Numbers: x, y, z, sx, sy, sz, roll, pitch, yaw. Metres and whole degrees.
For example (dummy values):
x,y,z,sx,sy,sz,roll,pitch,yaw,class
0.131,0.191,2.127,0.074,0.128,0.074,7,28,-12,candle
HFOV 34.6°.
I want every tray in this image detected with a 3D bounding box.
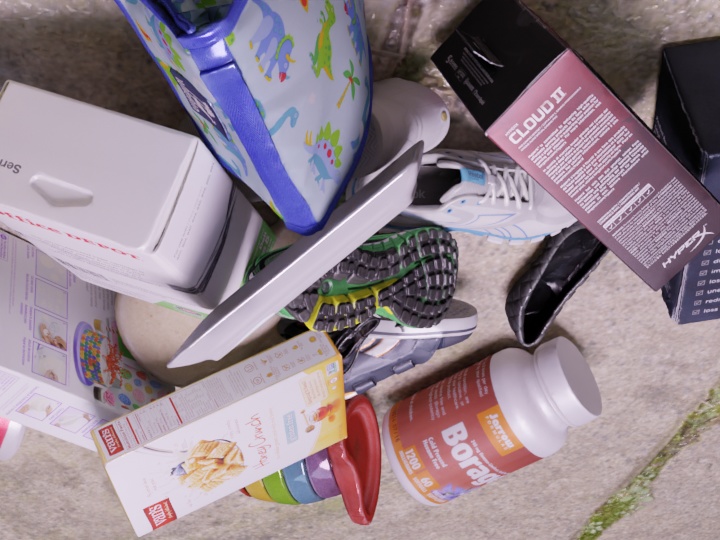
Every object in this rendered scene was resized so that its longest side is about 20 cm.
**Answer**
x,y,z,sx,sy,sz,roll,pitch,yaw,class
-0.033,-0.007,0.733,0.200,0.107,0.022,-39,98,13,tray

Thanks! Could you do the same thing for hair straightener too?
x,y,z,sx,sy,sz,roll,pitch,yaw,class
0.005,0.031,0.968,0.077,0.041,0.200,43,102,-1,hair straightener

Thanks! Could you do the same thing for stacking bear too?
x,y,z,sx,sy,sz,roll,pitch,yaw,class
-0.089,0.184,1.152,0.200,0.114,0.122,-7,118,17,stacking bear

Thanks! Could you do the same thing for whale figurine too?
x,y,z,sx,sy,sz,roll,pitch,yaw,class
-0.103,0.009,0.951,0.200,0.104,0.159,-33,101,7,whale figurine

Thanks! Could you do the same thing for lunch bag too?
x,y,z,sx,sy,sz,roll,pitch,yaw,class
-0.063,-0.143,0.690,0.127,0.200,0.170,-17,140,10,lunch bag

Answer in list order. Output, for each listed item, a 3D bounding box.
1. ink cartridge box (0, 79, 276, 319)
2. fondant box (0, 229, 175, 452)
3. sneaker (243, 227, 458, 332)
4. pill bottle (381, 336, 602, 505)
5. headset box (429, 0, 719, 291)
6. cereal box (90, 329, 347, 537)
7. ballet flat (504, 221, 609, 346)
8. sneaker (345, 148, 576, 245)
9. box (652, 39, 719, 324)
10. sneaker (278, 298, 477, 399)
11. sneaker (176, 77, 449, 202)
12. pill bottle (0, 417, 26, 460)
x,y,z,sx,sy,sz,roll,pitch,yaw,class
-0.158,-0.038,0.800,0.145,0.084,0.200,17,167,14,ink cartridge box
-0.247,0.062,0.947,0.200,0.144,0.058,29,123,-35,fondant box
0.000,0.000,0.874,0.200,0.078,0.085,1,-171,-45,sneaker
0.129,0.145,1.133,0.200,0.112,0.112,-30,135,25,pill bottle
0.141,-0.098,0.785,0.200,0.149,0.077,37,105,-27,headset box
-0.108,0.133,0.938,0.200,0.040,0.144,-25,148,-14,cereal box
0.187,-0.008,1.002,0.066,0.057,0.200,8,138,-19,ballet flat
0.092,-0.060,0.889,0.200,0.075,0.087,-4,172,-7,sneaker
0.335,-0.074,0.895,0.200,0.124,0.197,-7,142,1,box
0.006,0.068,1.036,0.200,0.078,0.080,-2,106,6,sneaker
-0.032,-0.097,0.848,0.200,0.116,0.074,3,106,37,sneaker
-0.388,0.094,0.992,0.200,0.111,0.111,15,136,-24,pill bottle
